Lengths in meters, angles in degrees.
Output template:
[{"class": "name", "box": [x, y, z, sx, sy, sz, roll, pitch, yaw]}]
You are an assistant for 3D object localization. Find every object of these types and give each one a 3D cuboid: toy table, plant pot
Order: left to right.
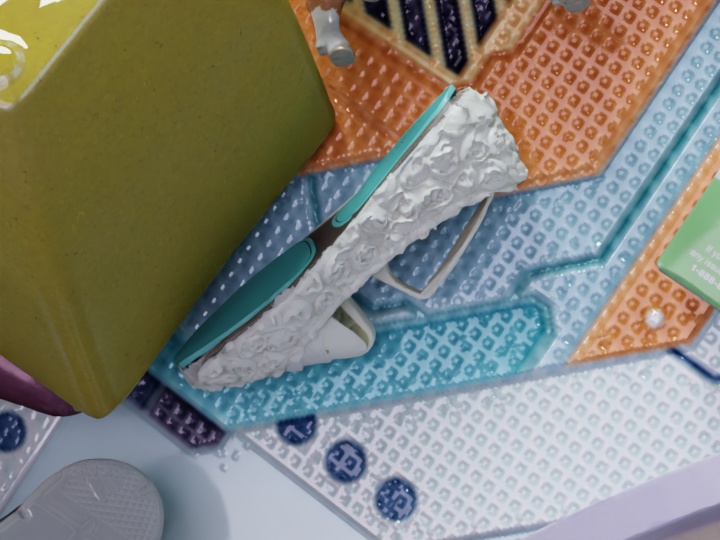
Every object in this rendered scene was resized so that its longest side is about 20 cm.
[{"class": "plant pot", "box": [-0.147, -0.091, 0.927, 0.193, 0.200, 0.196, 32, 72, 16]}, {"class": "toy table", "box": [0.149, 0.149, 0.876, 0.200, 0.183, 0.118, -39, 64, 48]}]

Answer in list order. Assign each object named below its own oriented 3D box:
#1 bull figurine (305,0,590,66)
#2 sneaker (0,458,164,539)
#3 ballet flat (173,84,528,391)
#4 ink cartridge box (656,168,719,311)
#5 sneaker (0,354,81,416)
[{"class": "bull figurine", "box": [0.051, -0.173, 0.968, 0.199, 0.065, 0.122, -14, 52, 23]}, {"class": "sneaker", "box": [-0.184, 0.159, 0.977, 0.199, 0.082, 0.077, -22, 76, -24]}, {"class": "ballet flat", "box": [0.000, 0.000, 0.980, 0.200, 0.072, 0.072, -44, 76, 9]}, {"class": "ink cartridge box", "box": [0.244, -0.043, 0.900, 0.146, 0.084, 0.201, 35, 96, 15]}, {"class": "sneaker", "box": [-0.218, 0.032, 1.043, 0.199, 0.075, 0.091, 32, 111, 17]}]
